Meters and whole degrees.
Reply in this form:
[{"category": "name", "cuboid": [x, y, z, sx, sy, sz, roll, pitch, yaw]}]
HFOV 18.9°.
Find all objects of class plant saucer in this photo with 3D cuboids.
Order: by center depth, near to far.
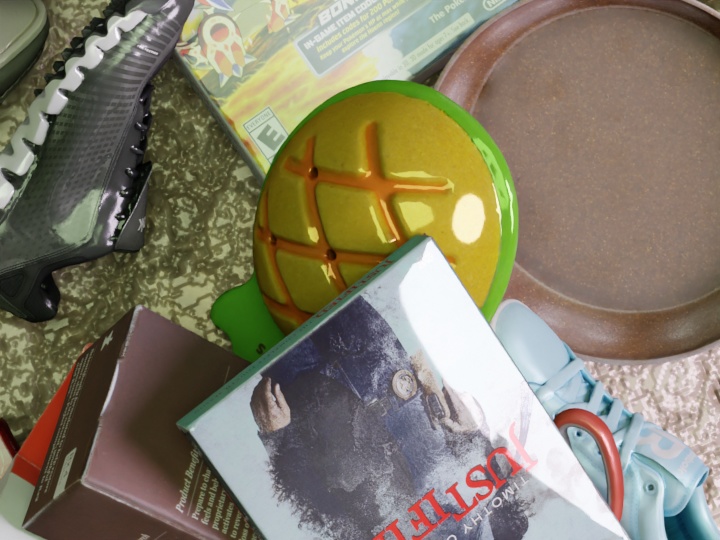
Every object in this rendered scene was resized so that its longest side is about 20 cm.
[{"category": "plant saucer", "cuboid": [0.128, -0.050, 1.076, 0.200, 0.034, 0.201, 7, 115, 15]}]

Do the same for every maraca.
[{"category": "maraca", "cuboid": [0.000, 0.000, 1.059, 0.137, 0.107, 0.200, 42, 118, 19]}]

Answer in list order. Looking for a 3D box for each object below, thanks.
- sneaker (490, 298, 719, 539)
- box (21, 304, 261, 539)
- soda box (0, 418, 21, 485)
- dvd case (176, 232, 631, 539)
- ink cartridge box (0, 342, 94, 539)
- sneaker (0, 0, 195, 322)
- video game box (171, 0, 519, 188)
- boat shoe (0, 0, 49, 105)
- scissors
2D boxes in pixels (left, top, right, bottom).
[{"category": "sneaker", "cuboid": [0.130, 0.091, 1.073, 0.082, 0.074, 0.200, -28, 100, 37]}, {"category": "box", "cuboid": [-0.049, 0.111, 1.029, 0.200, 0.075, 0.100, 30, 52, -20]}, {"category": "soda box", "cuboid": [-0.160, 0.174, 1.068, 0.070, 0.063, 0.200, -30, 89, -5]}, {"category": "dvd case", "cuboid": [0.029, 0.105, 0.990, 0.146, 0.022, 0.200, -37, 106, -15]}, {"category": "ink cartridge box", "cuboid": [-0.109, 0.154, 1.024, 0.162, 0.050, 0.200, 36, 66, -12]}, {"category": "sneaker", "cuboid": [-0.132, -0.055, 1.077, 0.090, 0.066, 0.200, 37, 101, -10]}, {"category": "video game box", "cuboid": [-0.020, -0.172, 1.109, 0.200, 0.047, 0.182, -36, 86, -5]}, {"category": "boat shoe", "cuboid": [-0.239, -0.070, 1.090, 0.200, 0.057, 0.067, -35, 53, -9]}, {"category": "scissors", "cuboid": [0.102, 0.161, 1.064, 0.073, 0.014, 0.200, -1, 107, 26]}]
